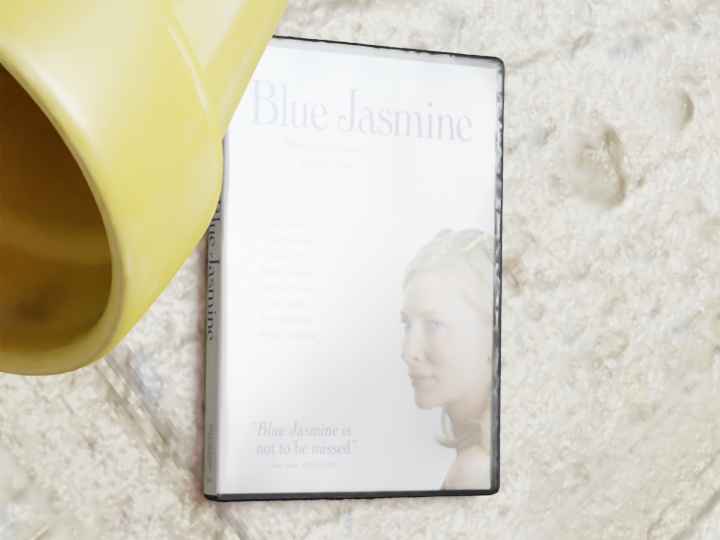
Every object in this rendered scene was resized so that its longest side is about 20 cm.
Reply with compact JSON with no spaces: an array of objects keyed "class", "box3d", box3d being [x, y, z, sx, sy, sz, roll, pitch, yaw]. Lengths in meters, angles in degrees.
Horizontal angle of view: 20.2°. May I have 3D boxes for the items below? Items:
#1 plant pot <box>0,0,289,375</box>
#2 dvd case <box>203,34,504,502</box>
[{"class":"plant pot","box3d":[-0.118,-0.097,0.742,0.201,0.200,0.189,49,52,-18]},{"class":"dvd case","box3d":[0.000,0.000,0.888,0.142,0.018,0.201,2,87,-27]}]
